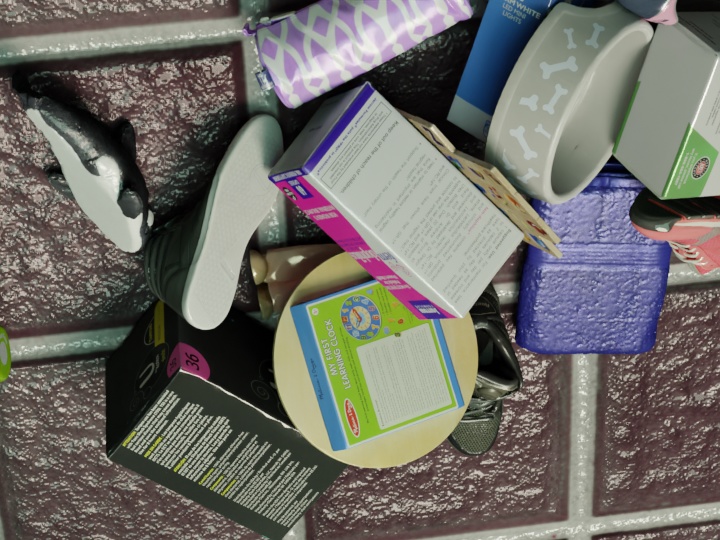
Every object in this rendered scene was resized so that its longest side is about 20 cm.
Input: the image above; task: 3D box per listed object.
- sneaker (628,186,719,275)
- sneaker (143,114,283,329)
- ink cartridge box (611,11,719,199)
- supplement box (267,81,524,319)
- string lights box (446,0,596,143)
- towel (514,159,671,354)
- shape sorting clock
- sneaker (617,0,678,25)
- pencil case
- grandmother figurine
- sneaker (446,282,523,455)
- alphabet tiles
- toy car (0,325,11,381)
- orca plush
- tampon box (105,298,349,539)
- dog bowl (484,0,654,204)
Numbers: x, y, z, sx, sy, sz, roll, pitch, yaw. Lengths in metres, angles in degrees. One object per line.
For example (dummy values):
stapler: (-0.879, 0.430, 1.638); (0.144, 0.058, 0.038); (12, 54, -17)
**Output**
sneaker: (0.318, -0.032, 1.781); (0.199, 0.074, 0.088); (-6, 120, -44)
sneaker: (-0.140, -0.052, 1.742); (0.070, 0.099, 0.202); (23, 85, -42)
ink cartridge box: (0.342, -0.150, 1.713); (0.198, 0.084, 0.146); (-6, 126, -34)
supplement box: (0.031, -0.058, 1.701); (0.200, 0.101, 0.104); (41, 74, -14)
string lights box: (0.151, -0.215, 1.663); (0.059, 0.102, 0.202); (32, 122, 22)
towel: (0.226, -0.014, 1.843); (0.146, 0.050, 0.202); (1, 120, -6)
shape sorting clock: (0.014, 0.079, 1.761); (0.198, 0.039, 0.203); (2, 86, -22)
sneaker: (0.281, -0.302, 1.629); (0.082, 0.070, 0.201); (37, 86, -29)
pencil case: (-0.001, -0.216, 1.658); (0.198, 0.084, 0.086); (-26, 100, 6)
grandmother figurine: (0.000, 0.000, 1.806); (0.198, 0.061, 0.122); (-11, 132, 1)
sneaker: (0.111, 0.118, 1.866); (0.075, 0.115, 0.201); (-2, 125, -6)
alphabet tiles: (0.097, -0.080, 1.693); (0.008, 0.200, 0.167); (-48, 120, -6)
toy car: (-0.420, 0.031, 1.710); (0.162, 0.158, 0.202); (-6, 112, 6)
orca plush: (-0.236, -0.109, 1.708); (0.105, 0.071, 0.200); (-5, 134, 50)
tampon box: (-0.126, 0.132, 1.811); (0.199, 0.150, 0.126); (30, 114, -25)
dog bowl: (0.187, -0.148, 1.666); (0.058, 0.200, 0.202); (31, 121, 21)
